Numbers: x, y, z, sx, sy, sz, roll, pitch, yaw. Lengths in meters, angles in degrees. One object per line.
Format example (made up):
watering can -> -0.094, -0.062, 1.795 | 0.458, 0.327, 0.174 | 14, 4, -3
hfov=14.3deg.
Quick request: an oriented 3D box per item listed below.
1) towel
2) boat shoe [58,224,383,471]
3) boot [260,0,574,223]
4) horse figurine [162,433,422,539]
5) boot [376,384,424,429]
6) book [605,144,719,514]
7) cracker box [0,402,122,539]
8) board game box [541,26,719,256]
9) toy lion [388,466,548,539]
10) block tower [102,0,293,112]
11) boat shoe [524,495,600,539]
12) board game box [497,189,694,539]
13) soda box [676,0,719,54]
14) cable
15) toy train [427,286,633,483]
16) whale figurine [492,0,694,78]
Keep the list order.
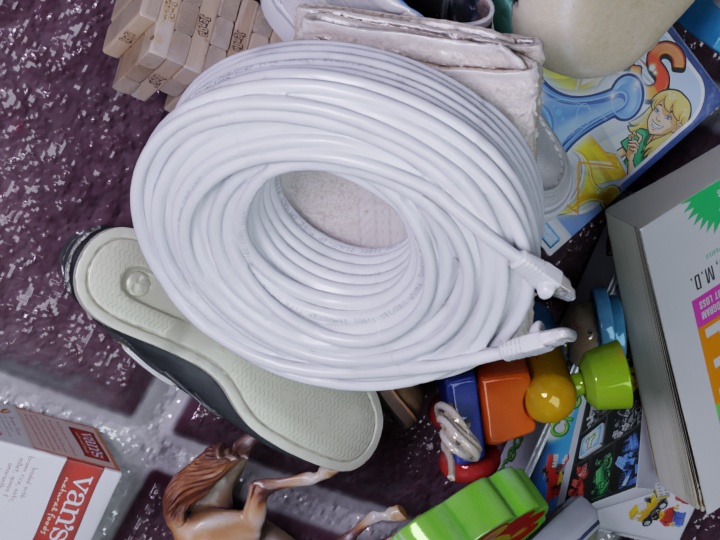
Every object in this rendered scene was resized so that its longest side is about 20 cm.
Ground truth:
towel -> 0.026, -0.043, 1.442 | 0.132, 0.034, 0.200 | 9, 133, 12
boat shoe -> -0.073, 0.039, 1.538 | 0.200, 0.068, 0.072 | 34, 77, -19
boot -> 0.044, -0.103, 1.442 | 0.200, 0.096, 0.074 | 38, 61, -12
horse figurine -> -0.049, 0.150, 1.625 | 0.133, 0.050, 0.200 | -36, 133, 14
boot -> 0.000, 0.000, 1.571 | 0.075, 0.074, 0.200 | -36, 121, -15
book -> 0.217, 0.022, 1.642 | 0.134, 0.048, 0.200 | -30, 125, -21
cracker box -> -0.245, 0.129, 1.532 | 0.200, 0.058, 0.134 | 16, 108, -29
board game box -> 0.094, -0.120, 1.567 | 0.135, 0.034, 0.200 | -42, 123, 1
toy lion -> 0.014, 0.180, 1.570 | 0.192, 0.069, 0.200 | -31, 166, -20
block tower -> -0.033, -0.091, 1.487 | 0.200, 0.058, 0.054 | 22, 64, -19
boat shoe -> 0.083, 0.203, 1.610 | 0.062, 0.072, 0.200 | 46, 50, -2
board game box -> 0.170, 0.060, 1.688 | 0.126, 0.035, 0.200 | 15, 108, -29
soda box -> 0.254, -0.201, 1.575 | 0.068, 0.064, 0.200 | 28, 101, -39
cable -> -0.009, -0.026, 1.398 | 0.200, 0.069, 0.200 | -19, 123, 34
toy train -> 0.095, 0.067, 1.548 | 0.116, 0.200, 0.085 | -9, 111, -1
whale figurine -> 0.137, -0.186, 1.489 | 0.200, 0.104, 0.159 | -34, 143, -32
